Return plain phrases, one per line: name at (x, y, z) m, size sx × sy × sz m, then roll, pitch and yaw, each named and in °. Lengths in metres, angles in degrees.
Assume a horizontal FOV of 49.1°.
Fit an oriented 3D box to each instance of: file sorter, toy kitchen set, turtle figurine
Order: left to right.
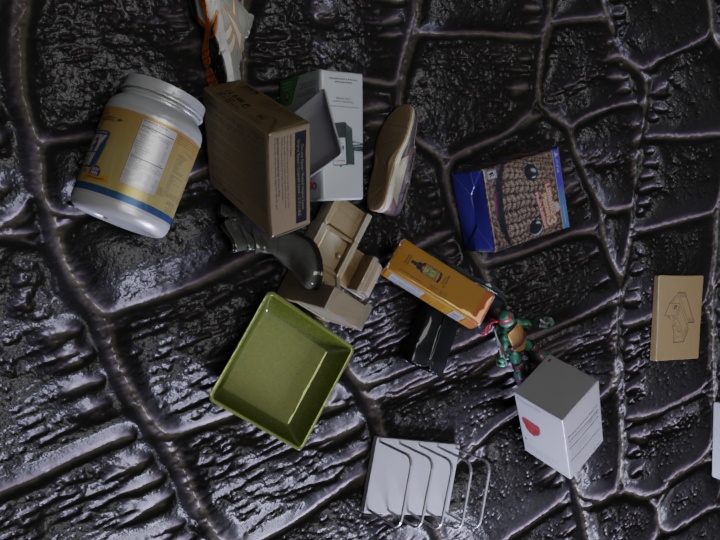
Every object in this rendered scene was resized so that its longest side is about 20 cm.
toy kitchen set at (0.000, 0.000, 1.316) m, size 0.163 × 0.180 × 0.201 m, roll 32°, pitch 78°, yaw -30°
file sorter at (0.125, 0.396, 1.452) m, size 0.198 × 0.124 × 0.140 m, roll 13°, pitch 87°, yaw -32°
turtle figurine at (0.316, 0.139, 1.567) m, size 0.149 × 0.101 × 0.201 m, roll -39°, pitch 128°, yaw -8°

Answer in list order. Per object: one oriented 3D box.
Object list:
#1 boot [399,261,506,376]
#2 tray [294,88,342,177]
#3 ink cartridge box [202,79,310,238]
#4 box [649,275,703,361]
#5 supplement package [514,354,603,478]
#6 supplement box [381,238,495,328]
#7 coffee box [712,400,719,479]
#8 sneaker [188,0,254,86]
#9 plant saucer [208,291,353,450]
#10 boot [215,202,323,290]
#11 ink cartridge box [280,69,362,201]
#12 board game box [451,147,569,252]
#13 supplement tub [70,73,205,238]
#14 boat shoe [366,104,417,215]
boot at (0.179, 0.107, 1.495) m, size 0.164 × 0.066 × 0.202 m, roll 26°, pitch 74°, yaw -18°
tray at (-0.095, -0.187, 1.226) m, size 0.022 × 0.199 × 0.108 m, roll -6°, pitch 75°, yaw -43°
ink cartridge box at (-0.155, -0.171, 1.172) m, size 0.075 × 0.200 × 0.166 m, roll -22°, pitch 131°, yaw -30°
box at (0.752, 0.112, 1.876) m, size 0.162 × 0.021 × 0.202 m, roll 0°, pitch 94°, yaw -32°
supplement package at (0.398, 0.292, 1.578) m, size 0.120 × 0.121 × 0.201 m, roll -40°, pitch 134°, yaw -23°
supplement box at (0.139, 0.025, 1.427) m, size 0.199 × 0.069 × 0.067 m, roll 32°, pitch 76°, yaw -5°
coffee box at (1.020, 0.427, 1.957) m, size 0.198 × 0.199 × 0.200 m, roll -2°, pitch 94°, yaw -31°
sneaker at (-0.201, -0.364, 1.234) m, size 0.091 × 0.075 × 0.202 m, roll -18°, pitch 104°, yaw -34°
plant saucer at (-0.136, 0.166, 1.322) m, size 0.199 × 0.048 × 0.201 m, roll 36°, pitch 75°, yaw -29°
boot at (-0.149, -0.035, 1.236) m, size 0.130 × 0.200 × 0.068 m, roll -5°, pitch 132°, yaw -32°
ink cartridge box at (-0.065, -0.212, 1.283) m, size 0.082 × 0.146 × 0.202 m, roll -3°, pitch 96°, yaw -32°
board game box at (0.293, -0.138, 1.534) m, size 0.198 × 0.097 × 0.161 m, roll -18°, pitch 103°, yaw -29°
supplement tub at (-0.314, -0.163, 1.134) m, size 0.144 × 0.144 × 0.202 m, roll 24°, pitch 81°, yaw -30°
boat shoe at (0.066, -0.195, 1.412) m, size 0.065 × 0.072 × 0.202 m, roll 21°, pitch 79°, yaw -43°
